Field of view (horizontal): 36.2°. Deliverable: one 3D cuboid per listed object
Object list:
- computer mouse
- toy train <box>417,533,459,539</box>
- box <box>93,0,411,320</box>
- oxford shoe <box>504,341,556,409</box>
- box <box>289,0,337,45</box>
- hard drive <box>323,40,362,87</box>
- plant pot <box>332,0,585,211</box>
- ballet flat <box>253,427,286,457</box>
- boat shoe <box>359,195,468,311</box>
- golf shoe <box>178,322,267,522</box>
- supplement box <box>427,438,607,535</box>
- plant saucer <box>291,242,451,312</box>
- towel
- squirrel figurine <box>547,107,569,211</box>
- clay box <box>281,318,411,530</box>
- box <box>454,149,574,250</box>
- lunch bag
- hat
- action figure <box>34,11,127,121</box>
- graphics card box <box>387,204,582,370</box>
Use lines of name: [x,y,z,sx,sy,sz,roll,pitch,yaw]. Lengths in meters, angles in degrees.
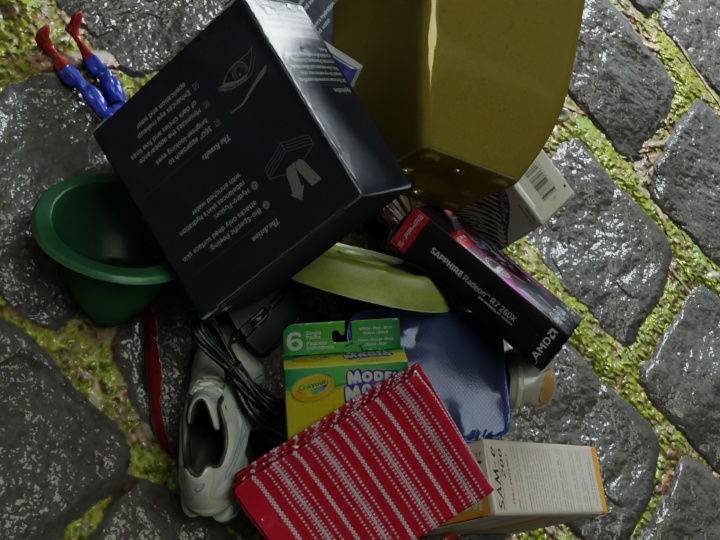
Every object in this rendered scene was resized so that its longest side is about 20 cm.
computer mouse: [-0.081,0.064,1.072,0.141,0.046,0.200,55,24,-4]
toy train: [0.042,0.309,1.067,0.197,0.152,0.056,8,33,-36]
box: [-0.096,-0.099,0.973,0.202,0.196,0.117,58,25,7]
oxford shoe: [0.175,0.099,1.196,0.057,0.200,0.077,2,105,0]
box: [-0.067,-0.201,1.187,0.199,0.117,0.198,41,55,-11]
hard drive: [-0.096,-0.139,1.056,0.131,0.202,0.025,33,25,11]
plant pot: [0.087,-0.177,1.082,0.192,0.195,0.204,16,69,-28]
ballet flat: [-0.034,0.232,1.072,0.199,0.068,0.069,37,69,-13]
boat shoe: [0.045,-0.024,1.224,0.067,0.072,0.201,-30,81,-32]
golf shoe: [-0.130,0.125,1.020,0.077,0.098,0.203,-3,56,2]
supplement box: [0.142,0.221,1.114,0.198,0.125,0.075,13,63,-46]
plant saucer: [0.000,0.000,1.113,0.197,0.200,0.032,11,98,-27]
towel: [0.002,0.192,0.974,0.198,0.023,0.146,-32,104,2]
squirrel figurine: [0.172,-0.152,1.333,0.185,0.140,0.203,-24,98,-46]
clay box: [-0.012,0.149,0.998,0.113,0.048,0.204,-4,104,-4]
box: [0.137,-0.061,1.211,0.083,0.200,0.068,51,54,-1]
lunch bag: [0.055,0.121,1.128,0.196,0.132,0.138,5,70,-19]
hat: [-0.240,0.033,1.058,0.163,0.178,0.201,9,34,-12]
action figure: [-0.241,-0.173,1.096,0.065,0.099,0.202,-33,92,-34]
graphics card box: [0.129,0.011,1.115,0.199,0.051,0.125,42,15,11]
